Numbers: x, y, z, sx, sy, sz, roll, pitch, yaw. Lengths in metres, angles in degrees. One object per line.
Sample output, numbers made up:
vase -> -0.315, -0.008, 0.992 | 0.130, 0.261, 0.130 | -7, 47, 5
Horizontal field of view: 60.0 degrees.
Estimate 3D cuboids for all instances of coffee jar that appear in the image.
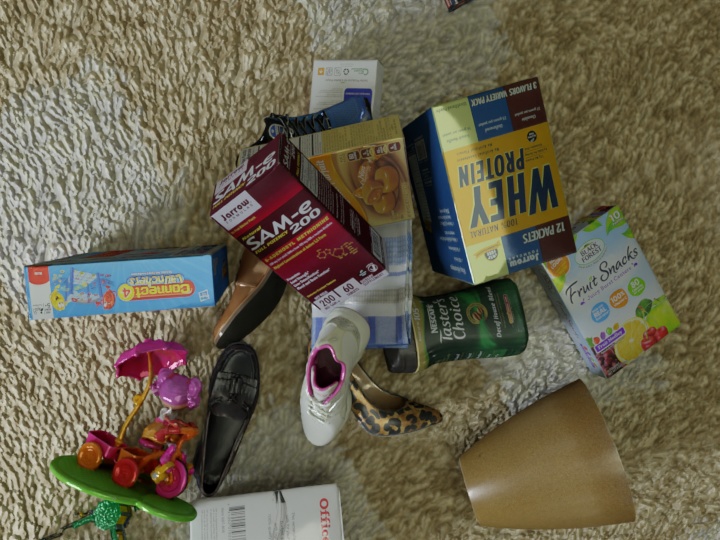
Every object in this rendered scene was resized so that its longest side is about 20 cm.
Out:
coffee jar -> 0.123, 0.077, 0.853 | 0.194, 0.086, 0.107 | -9, 74, -7

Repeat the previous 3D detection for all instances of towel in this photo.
towel -> 0.000, 0.000, 0.820 | 0.142, 0.024, 0.207 | -2, 80, 18

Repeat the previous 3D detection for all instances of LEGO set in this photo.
LEGO set -> -0.358, 0.396, 0.817 | 0.197, 0.116, 0.156 | -31, 68, -9

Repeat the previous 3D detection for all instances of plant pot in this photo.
plant pot -> 0.242, 0.273, 0.856 | 0.195, 0.186, 0.191 | -20, 96, 9

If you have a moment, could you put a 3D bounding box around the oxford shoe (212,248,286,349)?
oxford shoe -> -0.141, 0.013, 0.837 | 0.071, 0.071, 0.202 | 35, 90, 21

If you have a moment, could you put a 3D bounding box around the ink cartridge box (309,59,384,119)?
ink cartridge box -> -0.025, -0.174, 0.828 | 0.092, 0.037, 0.207 | 7, 91, 20

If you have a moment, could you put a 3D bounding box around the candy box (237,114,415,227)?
candy box -> -0.038, -0.103, 0.748 | 0.194, 0.056, 0.117 | -12, 132, 4

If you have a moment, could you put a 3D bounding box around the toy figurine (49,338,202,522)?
toy figurine -> -0.261, 0.183, 0.782 | 0.195, 0.150, 0.189 | 17, 81, 17

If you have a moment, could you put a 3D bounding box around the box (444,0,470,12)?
box -> 0.144, -0.482, 0.850 | 0.134, 0.038, 0.204 | -26, 97, -6

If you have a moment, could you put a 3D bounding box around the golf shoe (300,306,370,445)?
golf shoe -> -0.047, 0.146, 0.779 | 0.073, 0.092, 0.205 | 19, 116, 13

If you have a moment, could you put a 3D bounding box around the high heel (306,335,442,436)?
high heel -> 0.021, 0.146, 0.852 | 0.193, 0.071, 0.147 | 4, 99, 1

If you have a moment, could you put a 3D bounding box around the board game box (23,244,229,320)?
board game box -> -0.261, 0.008, 0.742 | 0.189, 0.200, 0.058 | -4, 96, -7

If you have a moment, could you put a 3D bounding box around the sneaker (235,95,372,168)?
sneaker -> -0.073, -0.157, 0.775 | 0.196, 0.089, 0.080 | -27, 63, 20

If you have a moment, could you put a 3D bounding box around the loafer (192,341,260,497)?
loafer -> -0.175, 0.200, 0.827 | 0.070, 0.063, 0.206 | 14, 97, -16

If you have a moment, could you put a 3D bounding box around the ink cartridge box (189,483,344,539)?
ink cartridge box -> -0.119, 0.369, 0.819 | 0.193, 0.085, 0.149 | -3, 71, -9

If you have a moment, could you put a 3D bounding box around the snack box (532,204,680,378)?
snack box -> 0.353, 0.031, 0.904 | 0.140, 0.053, 0.203 | -33, 97, -6

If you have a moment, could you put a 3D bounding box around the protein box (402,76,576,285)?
protein box -> 0.151, -0.107, 0.794 | 0.131, 0.198, 0.206 | -16, 96, -6

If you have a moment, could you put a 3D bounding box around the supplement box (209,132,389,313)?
supplement box -> -0.064, -0.046, 0.718 | 0.107, 0.062, 0.200 | -31, 128, 23
